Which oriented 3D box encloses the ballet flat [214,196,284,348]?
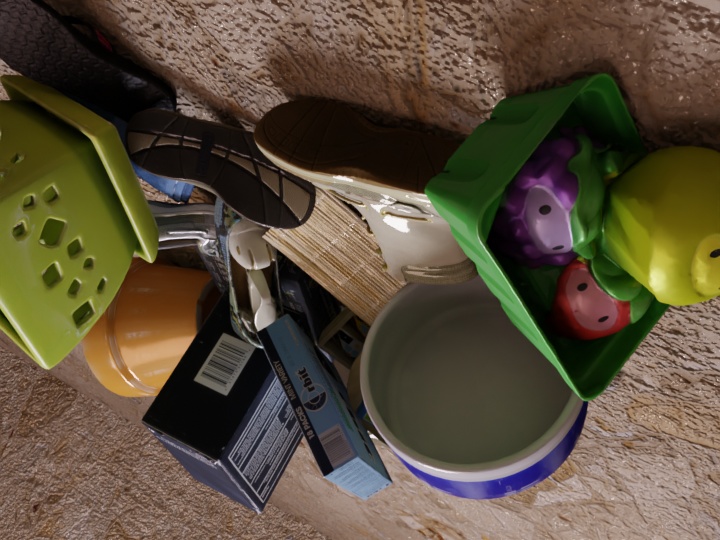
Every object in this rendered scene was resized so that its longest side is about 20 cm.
[{"bbox_3d":[-0.112,-0.002,0.870,0.073,0.074,0.203,16,128,30],"label":"ballet flat"}]

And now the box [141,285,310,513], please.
[{"bbox_3d":[-0.148,0.167,1.017,0.122,0.202,0.199,20,152,22],"label":"box"}]

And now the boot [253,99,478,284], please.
[{"bbox_3d":[0.009,-0.062,0.696,0.198,0.073,0.155,20,156,24],"label":"boot"}]

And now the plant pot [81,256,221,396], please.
[{"bbox_3d":[-0.260,0.076,1.144,0.181,0.202,0.201,-5,140,29],"label":"plant pot"}]

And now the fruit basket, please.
[{"bbox_3d":[0.168,-0.017,0.521,0.215,0.156,0.216,41,170,9],"label":"fruit basket"}]

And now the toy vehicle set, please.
[{"bbox_3d":[0.065,0.098,0.903,0.199,0.027,0.124,37,123,-12],"label":"toy vehicle set"}]

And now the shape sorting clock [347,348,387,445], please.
[{"bbox_3d":[0.082,0.140,0.886,0.197,0.039,0.203,10,127,13],"label":"shape sorting clock"}]

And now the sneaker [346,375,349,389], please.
[{"bbox_3d":[0.036,0.129,1.008,0.088,0.079,0.201,28,155,14],"label":"sneaker"}]

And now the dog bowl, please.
[{"bbox_3d":[0.103,0.095,0.719,0.198,0.202,0.079,18,155,27],"label":"dog bowl"}]

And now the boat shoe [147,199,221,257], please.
[{"bbox_3d":[-0.200,-0.041,0.915,0.198,0.066,0.074,5,173,-3],"label":"boat shoe"}]

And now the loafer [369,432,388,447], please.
[{"bbox_3d":[0.051,0.198,1.014,0.197,0.071,0.075,-15,166,13],"label":"loafer"}]

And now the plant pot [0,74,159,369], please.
[{"bbox_3d":[-0.324,-0.062,0.789,0.199,0.181,0.201,29,149,31],"label":"plant pot"}]

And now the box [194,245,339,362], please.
[{"bbox_3d":[-0.109,0.027,1.019,0.156,0.051,0.201,20,152,24],"label":"box"}]

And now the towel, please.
[{"bbox_3d":[-0.257,-0.152,0.859,0.199,0.049,0.112,35,155,-7],"label":"towel"}]

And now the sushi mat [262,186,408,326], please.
[{"bbox_3d":[0.000,0.000,0.830,0.199,0.012,0.096,40,121,-13],"label":"sushi mat"}]

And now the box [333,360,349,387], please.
[{"bbox_3d":[-0.033,0.174,1.183,0.198,0.069,0.082,3,143,48],"label":"box"}]

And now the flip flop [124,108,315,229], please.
[{"bbox_3d":[-0.134,-0.103,0.788,0.197,0.082,0.058,19,-170,6],"label":"flip flop"}]

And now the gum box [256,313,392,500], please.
[{"bbox_3d":[-0.035,0.159,0.898,0.171,0.044,0.200,61,179,25],"label":"gum box"}]

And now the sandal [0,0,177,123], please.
[{"bbox_3d":[-0.267,-0.203,0.767,0.198,0.046,0.075,30,127,-28],"label":"sandal"}]
